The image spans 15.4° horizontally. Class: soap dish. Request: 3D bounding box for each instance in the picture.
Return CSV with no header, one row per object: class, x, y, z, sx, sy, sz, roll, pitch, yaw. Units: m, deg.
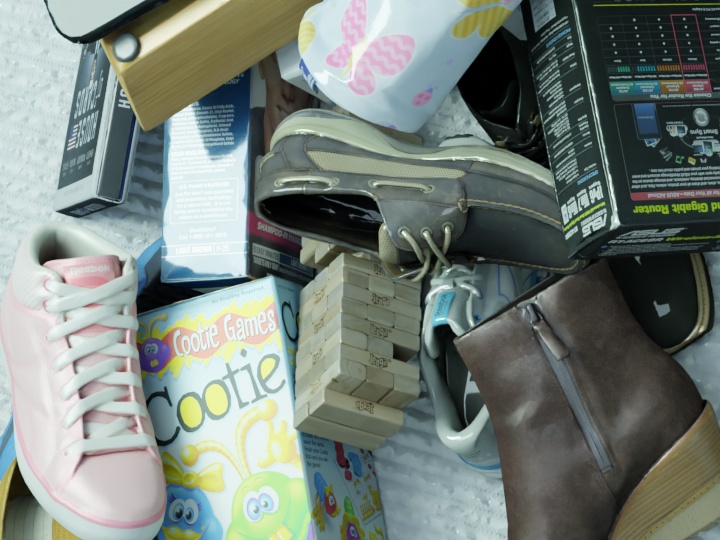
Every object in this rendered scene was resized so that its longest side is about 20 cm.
soap dish,-0.079,-0.197,1.491,0.199,0.081,0.158,-31,72,14

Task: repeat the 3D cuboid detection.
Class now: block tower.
block tower,0.000,0.000,1.530,0.054,0.058,0.201,-42,38,47

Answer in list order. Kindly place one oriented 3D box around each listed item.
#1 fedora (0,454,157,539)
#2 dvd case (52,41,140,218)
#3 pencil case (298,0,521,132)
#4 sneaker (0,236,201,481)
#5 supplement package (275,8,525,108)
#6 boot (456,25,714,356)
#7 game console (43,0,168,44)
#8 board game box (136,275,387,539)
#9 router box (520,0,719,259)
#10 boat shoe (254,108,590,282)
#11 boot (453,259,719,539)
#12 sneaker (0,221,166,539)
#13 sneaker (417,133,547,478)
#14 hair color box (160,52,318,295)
fedora,-0.146,0.193,1.542,0.081,0.201,0.202,-14,76,10
dvd case,-0.149,-0.136,1.623,0.025,0.150,0.201,11,85,-15
pencil case,0.050,-0.167,1.401,0.200,0.083,0.091,-50,49,25
sneaker,-0.165,0.051,1.630,0.078,0.066,0.201,38,101,36
supplement package,0.006,-0.209,1.570,0.121,0.120,0.201,-18,75,18
boot,0.115,-0.046,1.485,0.077,0.138,0.201,-37,70,14
game console,-0.140,-0.251,1.416,0.170,0.118,0.201,-28,72,14
board game box,-0.057,0.119,1.553,0.103,0.105,0.201,-15,75,22
router box,0.194,-0.089,1.434,0.062,0.199,0.151,143,121,-61
boat shoe,0.033,-0.026,1.460,0.199,0.075,0.073,14,54,22
boot,0.095,0.106,1.476,0.200,0.072,0.167,-34,98,1
sneaker,-0.156,0.055,1.505,0.201,0.075,0.105,-116,33,-40
sneaker,0.064,0.015,1.527,0.075,0.087,0.201,-12,75,23
hair color box,-0.070,-0.086,1.594,0.060,0.100,0.201,-4,80,22
